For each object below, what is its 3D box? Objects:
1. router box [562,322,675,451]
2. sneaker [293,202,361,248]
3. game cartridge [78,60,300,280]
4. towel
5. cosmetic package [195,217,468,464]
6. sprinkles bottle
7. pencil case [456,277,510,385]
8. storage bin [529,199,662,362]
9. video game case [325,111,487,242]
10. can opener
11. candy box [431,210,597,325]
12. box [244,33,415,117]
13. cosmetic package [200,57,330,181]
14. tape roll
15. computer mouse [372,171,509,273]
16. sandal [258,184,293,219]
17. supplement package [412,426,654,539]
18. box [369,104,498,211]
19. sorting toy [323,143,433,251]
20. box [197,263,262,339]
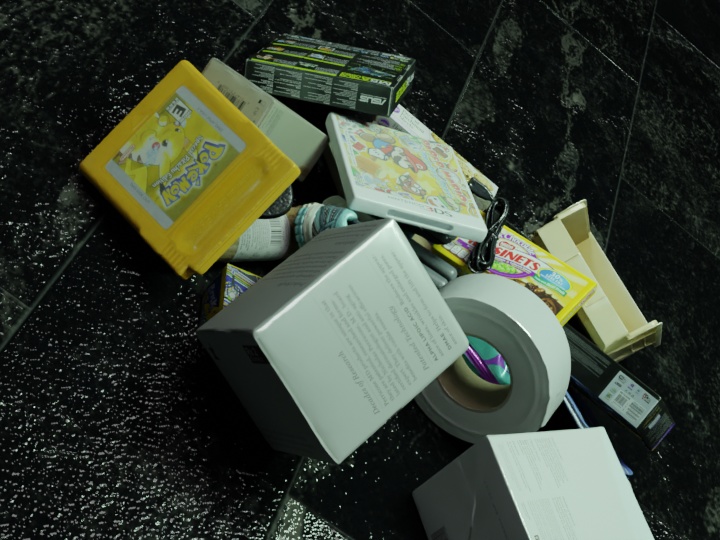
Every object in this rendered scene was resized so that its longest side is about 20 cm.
[{"bbox_3d":[0.310,0.141,1.517,0.200,0.052,0.157,41,-1,28],"label":"router box"},{"bbox_3d":[0.000,0.000,1.403,0.200,0.086,0.078,51,53,-36],"label":"sneaker"},{"bbox_3d":[-0.192,-0.112,1.285,0.200,0.176,0.032,43,-2,24],"label":"game cartridge"},{"bbox_3d":[0.296,0.197,1.505,0.145,0.024,0.200,62,9,27],"label":"towel"},{"bbox_3d":[-0.031,0.072,1.219,0.200,0.165,0.166,-39,105,-24],"label":"cosmetic package"},{"bbox_3d":[-0.141,-0.042,1.372,0.199,0.068,0.069,-3,59,-43],"label":"sprinkles bottle"},{"bbox_3d":[0.160,0.108,1.497,0.200,0.085,0.092,49,26,5],"label":"pencil case"},{"bbox_3d":[0.332,0.025,1.638,0.201,0.093,0.199,62,5,17],"label":"storage bin"},{"bbox_3d":[0.055,-0.120,1.455,0.181,0.023,0.201,14,33,-21],"label":"video game case"},{"bbox_3d":[0.028,-0.028,1.474,0.199,0.067,0.053,31,47,10],"label":"can opener"},{"bbox_3d":[0.199,-0.001,1.514,0.199,0.027,0.102,34,52,24],"label":"candy box"},{"bbox_3d":[-0.036,-0.266,1.562,0.198,0.048,0.193,12,25,7],"label":"box"},{"bbox_3d":[-0.122,-0.179,1.413,0.105,0.071,0.200,36,5,19],"label":"cosmetic package"},{"bbox_3d":[0.149,0.109,1.396,0.203,0.202,0.071,48,39,3],"label":"tape roll"},{"bbox_3d":[0.106,-0.095,1.513,0.199,0.046,0.141,29,52,1],"label":"computer mouse"},{"bbox_3d":[-0.161,-0.101,1.317,0.198,0.045,0.076,13,71,21],"label":"sandal"},{"bbox_3d":[0.197,0.284,1.330,0.199,0.151,0.153,3,55,-39],"label":"supplement package"},{"bbox_3d":[0.101,-0.154,1.590,0.200,0.039,0.042,39,39,-9],"label":"box"},{"bbox_3d":[0.068,-0.107,1.607,0.198,0.070,0.201,3,56,-40],"label":"sorting toy"},{"bbox_3d":[-0.083,0.069,1.333,0.199,0.064,0.070,24,45,-26],"label":"box"}]
